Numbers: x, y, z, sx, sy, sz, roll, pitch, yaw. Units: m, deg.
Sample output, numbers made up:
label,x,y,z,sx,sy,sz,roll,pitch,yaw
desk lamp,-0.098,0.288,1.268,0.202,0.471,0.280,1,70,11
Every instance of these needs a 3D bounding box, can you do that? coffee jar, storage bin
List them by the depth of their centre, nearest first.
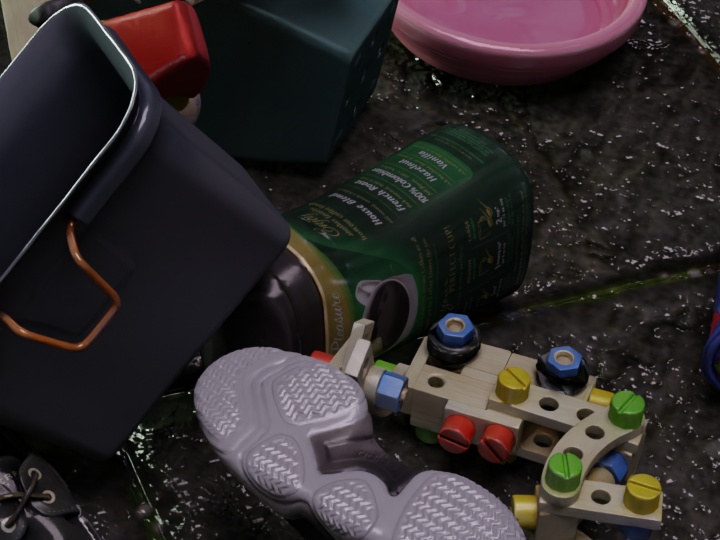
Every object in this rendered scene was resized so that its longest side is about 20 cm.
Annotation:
label,x,y,z,sx,sy,sz,roll,pitch,yaw
storage bin,-0.133,-0.002,0.946,0.134,0.200,0.146,32,11,-38
coffee jar,0.000,0.000,1.069,0.200,0.104,0.085,-27,45,-33

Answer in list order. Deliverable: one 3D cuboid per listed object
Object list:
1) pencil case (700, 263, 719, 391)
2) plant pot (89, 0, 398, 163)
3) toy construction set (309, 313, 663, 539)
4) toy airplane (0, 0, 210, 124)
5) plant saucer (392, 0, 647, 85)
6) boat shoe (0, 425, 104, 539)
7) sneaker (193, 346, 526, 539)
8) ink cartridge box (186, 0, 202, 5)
label,x,y,z,sx,sy,sz,roll,pitch,yaw
pencil case,0.252,-0.003,1.132,0.087,0.078,0.200,-9,37,25
plant pot,-0.087,-0.159,1.204,0.200,0.141,0.141,23,44,8
toy construction set,0.066,0.086,1.006,0.200,0.092,0.131,27,45,3
toy airplane,-0.157,-0.085,1.095,0.141,0.200,0.199,-9,31,-42
plant saucer,0.095,-0.192,1.331,0.200,0.051,0.201,4,43,-4
boat shoe,-0.178,0.115,0.949,0.069,0.057,0.200,-29,54,-34
sneaker,-0.003,0.124,0.930,0.075,0.114,0.200,-37,53,-27
ink cartridge box,-0.092,-0.229,1.127,0.200,0.068,0.116,42,48,20
